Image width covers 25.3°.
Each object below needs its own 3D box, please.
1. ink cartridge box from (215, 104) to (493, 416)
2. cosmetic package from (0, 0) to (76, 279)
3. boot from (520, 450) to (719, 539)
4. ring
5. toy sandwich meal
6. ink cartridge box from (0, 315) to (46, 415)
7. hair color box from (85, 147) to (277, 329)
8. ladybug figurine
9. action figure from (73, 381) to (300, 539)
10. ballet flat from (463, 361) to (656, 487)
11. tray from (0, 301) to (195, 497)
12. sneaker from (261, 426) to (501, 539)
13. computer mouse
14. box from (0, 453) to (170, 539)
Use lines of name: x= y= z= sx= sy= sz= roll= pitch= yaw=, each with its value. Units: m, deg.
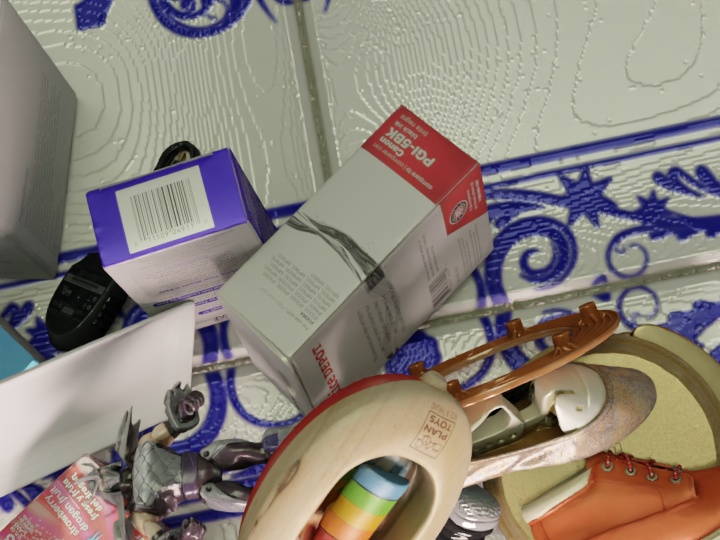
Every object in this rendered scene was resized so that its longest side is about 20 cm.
ink cartridge box: x=0.000 y=0.000 z=1.187 sx=0.083 sy=0.147 sz=0.200 roll=39 pitch=76 yaw=23
cosmetic package: x=-0.331 y=-0.099 z=1.239 sx=0.165 sy=0.200 sz=0.168 roll=2 pitch=74 yaw=7
boot: x=0.208 y=0.156 z=1.109 sx=0.199 sy=0.075 sz=0.108 roll=-31 pitch=78 yaw=5
ring: x=0.090 y=0.064 z=1.146 sx=0.199 sy=0.200 sz=0.019 roll=-22 pitch=94 yaw=0
toy sandwich meal: x=0.185 y=0.134 z=1.184 sx=0.203 sy=0.070 sz=0.208 roll=-1 pitch=86 yaw=7
ink cartridge box: x=-0.331 y=0.120 z=1.214 sx=0.125 sy=0.129 sz=0.200 roll=41 pitch=82 yaw=16
hair color box: x=-0.121 y=-0.016 z=1.189 sx=0.108 sy=0.200 sz=0.065 roll=-17 pitch=71 yaw=2
ladybug figurine: x=-0.008 y=0.142 z=1.042 sx=0.201 sy=0.135 sz=0.072 roll=-52 pitch=36 yaw=11
action figure: x=-0.103 y=0.142 z=1.125 sx=0.198 sy=0.069 sz=0.132 roll=-2 pitch=70 yaw=0
ballet flat: x=0.113 y=0.103 z=1.107 sx=0.198 sy=0.068 sz=0.068 roll=-22 pitch=51 yaw=-6
tray: x=-0.208 y=0.093 z=1.178 sx=0.199 sy=0.108 sz=0.022 roll=-24 pitch=47 yaw=-36
sneaker: x=0.000 y=0.189 z=1.182 sx=0.198 sy=0.075 sz=0.115 roll=17 pitch=94 yaw=28
computer mouse: x=-0.185 y=-0.018 z=1.290 sx=0.058 sy=0.034 sz=0.201 roll=21 pitch=71 yaw=42
box: x=-0.162 y=0.242 z=1.175 sx=0.095 sy=0.100 sz=0.200 roll=-41 pitch=74 yaw=-6
